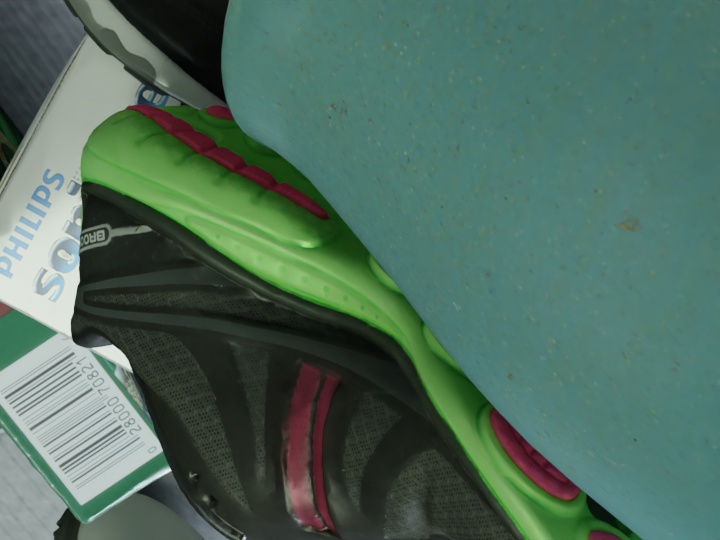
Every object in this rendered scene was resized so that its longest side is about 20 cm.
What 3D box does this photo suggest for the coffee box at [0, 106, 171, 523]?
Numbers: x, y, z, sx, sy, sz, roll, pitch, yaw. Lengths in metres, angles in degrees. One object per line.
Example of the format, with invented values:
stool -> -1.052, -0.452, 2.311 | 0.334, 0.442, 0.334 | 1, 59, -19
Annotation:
coffee box -> -0.130, -0.027, 0.897 | 0.044, 0.123, 0.200 | -33, 117, 5

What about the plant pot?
plant pot -> 0.084, -0.041, 0.584 | 0.188, 0.200, 0.200 | 33, 140, 16

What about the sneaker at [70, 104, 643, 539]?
sneaker -> 0.005, 0.035, 0.677 | 0.200, 0.077, 0.084 | 39, 120, 34

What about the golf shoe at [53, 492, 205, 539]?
golf shoe -> -0.034, 0.143, 1.020 | 0.200, 0.077, 0.088 | 52, 128, 25

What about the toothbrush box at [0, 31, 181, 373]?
toothbrush box -> 0.000, 0.000, 0.830 | 0.200, 0.146, 0.085 | 30, 102, -5

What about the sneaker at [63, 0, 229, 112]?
sneaker -> -0.048, -0.126, 0.741 | 0.200, 0.076, 0.088 | 55, 134, 15
